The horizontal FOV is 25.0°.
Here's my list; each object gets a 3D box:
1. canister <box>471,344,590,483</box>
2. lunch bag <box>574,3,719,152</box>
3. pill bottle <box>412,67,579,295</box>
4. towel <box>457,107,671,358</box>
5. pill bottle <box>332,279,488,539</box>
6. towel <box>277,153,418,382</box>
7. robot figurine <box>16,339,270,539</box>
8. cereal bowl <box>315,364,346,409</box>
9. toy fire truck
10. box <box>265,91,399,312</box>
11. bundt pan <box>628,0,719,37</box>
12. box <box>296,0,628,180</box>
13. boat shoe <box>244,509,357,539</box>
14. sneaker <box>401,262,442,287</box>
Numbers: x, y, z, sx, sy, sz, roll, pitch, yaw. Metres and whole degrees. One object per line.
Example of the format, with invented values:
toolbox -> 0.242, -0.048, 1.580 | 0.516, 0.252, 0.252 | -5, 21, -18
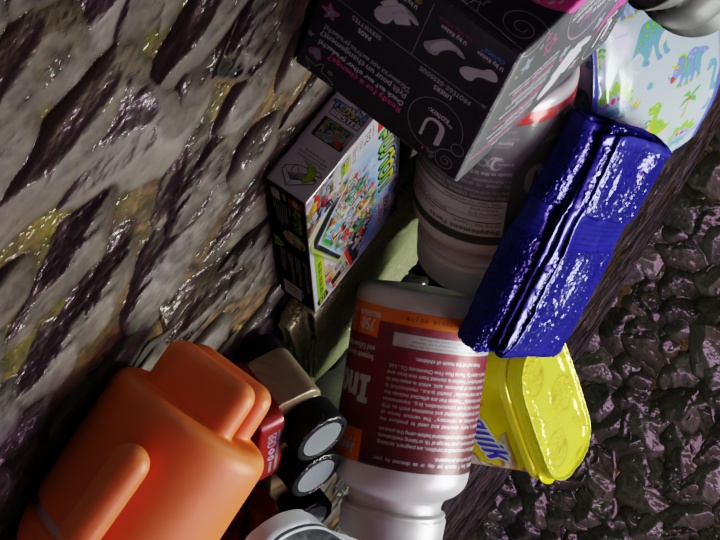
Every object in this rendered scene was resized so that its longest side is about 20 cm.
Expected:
canister -> 0.109, 0.123, 1.588 | 0.087, 0.199, 0.149 | -45, 125, -39
lunch bag -> 0.204, -0.163, 1.307 | 0.170, 0.127, 0.201 | -30, 124, -29
pill bottle -> 0.099, -0.085, 1.249 | 0.114, 0.113, 0.201 | -45, 152, -38
towel -> 0.162, -0.020, 1.238 | 0.147, 0.049, 0.201 | 6, 115, -55
pill bottle -> 0.038, 0.114, 1.296 | 0.113, 0.112, 0.201 | -2, 101, -74
towel -> 0.000, 0.000, 1.348 | 0.200, 0.036, 0.149 | -50, 164, -21
robot figurine -> -0.138, 0.143, 1.025 | 0.201, 0.116, 0.144 | -56, -155, 1
cereal bowl -> 0.000, 0.125, 1.454 | 0.199, 0.084, 0.200 | -21, 176, -1
toy fire truck -> -0.113, 0.173, 1.233 | 0.199, 0.129, 0.177 | -25, 148, -27
box -> -0.017, -0.055, 1.157 | 0.110, 0.035, 0.200 | -52, 166, -17
bundt pan -> 0.192, -0.238, 1.129 | 0.076, 0.202, 0.202 | -47, 170, 19
box -> 0.076, -0.172, 0.994 | 0.200, 0.132, 0.115 | -43, 166, -41
boat shoe -> -0.028, 0.241, 1.264 | 0.072, 0.068, 0.200 | -53, 149, -1
sneaker -> 0.068, 0.009, 1.522 | 0.088, 0.074, 0.200 | -56, 164, 28
